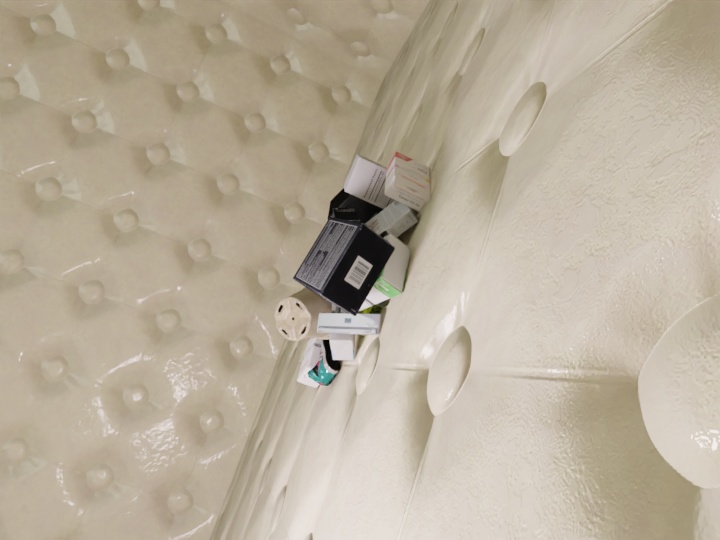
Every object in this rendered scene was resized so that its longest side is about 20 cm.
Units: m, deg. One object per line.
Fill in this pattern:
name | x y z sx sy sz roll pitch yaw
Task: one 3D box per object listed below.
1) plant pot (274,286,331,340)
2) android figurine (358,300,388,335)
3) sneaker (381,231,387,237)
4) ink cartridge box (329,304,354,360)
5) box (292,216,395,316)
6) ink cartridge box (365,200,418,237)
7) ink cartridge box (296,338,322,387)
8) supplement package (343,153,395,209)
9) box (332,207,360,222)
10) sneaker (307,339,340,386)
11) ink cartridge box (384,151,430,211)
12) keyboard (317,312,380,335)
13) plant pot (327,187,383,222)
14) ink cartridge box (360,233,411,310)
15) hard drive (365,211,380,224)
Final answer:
plant pot | -0.166 0.137 1.634 0.183 0.200 0.202 -13 -47 -61
android figurine | 0.034 0.093 1.491 0.200 0.041 0.183 -123 55 -75
sneaker | 0.043 -0.045 1.619 0.200 0.075 0.116 -35 32 66
ink cartridge box | -0.050 0.149 1.534 0.116 0.066 0.201 86 -176 -52
box | -0.045 -0.017 1.324 0.201 0.123 0.198 -59 29 -5
ink cartridge box | 0.075 -0.132 1.523 0.173 0.044 0.200 -38 18 9
ink cartridge box | -0.149 0.297 1.860 0.146 0.084 0.201 125 165 -50
supplement package | 0.058 -0.275 1.669 0.121 0.199 0.120 -102 36 -72
box | -0.046 -0.073 1.557 0.141 0.078 0.202 -98 9 -69
sneaker | -0.120 0.310 1.716 0.121 0.083 0.200 -54 16 18
ink cartridge box | 0.132 -0.244 1.465 0.068 0.116 0.201 -58 14 35
keyboard | -0.034 0.145 1.421 0.199 0.011 0.057 -2 69 30
plant pot | 0.017 -0.226 1.835 0.178 0.199 0.200 -52 16 21
ink cartridge box | 0.030 0.012 1.397 0.199 0.084 0.147 -27 38 44
hard drive | 0.010 -0.108 1.710 0.200 0.033 0.139 -44 -10 14
